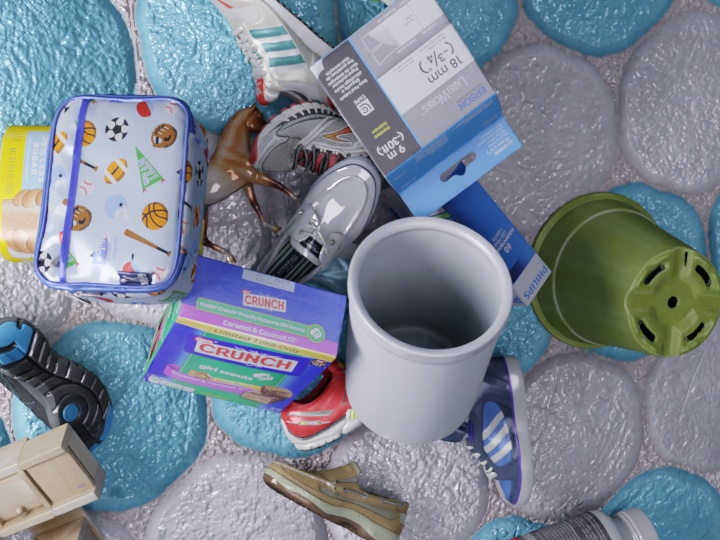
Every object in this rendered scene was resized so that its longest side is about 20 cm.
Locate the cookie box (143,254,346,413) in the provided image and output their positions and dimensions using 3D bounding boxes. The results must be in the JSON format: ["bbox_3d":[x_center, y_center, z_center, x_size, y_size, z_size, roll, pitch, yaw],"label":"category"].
[{"bbox_3d":[-0.129,0.075,1.020,0.168,0.200,0.076,16,60,-16],"label":"cookie box"}]

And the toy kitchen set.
[{"bbox_3d":[-0.364,0.307,1.000,0.197,0.181,0.165,-23,119,9],"label":"toy kitchen set"}]

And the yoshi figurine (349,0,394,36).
[{"bbox_3d":[0.040,-0.279,1.048,0.111,0.112,0.203,-22,102,-2],"label":"yoshi figurine"}]

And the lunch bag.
[{"bbox_3d":[-0.229,-0.064,0.902,0.157,0.076,0.204,3,78,6],"label":"lunch bag"}]

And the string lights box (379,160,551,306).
[{"bbox_3d":[0.119,-0.044,1.107,0.200,0.102,0.059,48,65,-18],"label":"string lights box"}]

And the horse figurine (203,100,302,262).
[{"bbox_3d":[-0.157,-0.077,1.060,0.199,0.050,0.133,-37,96,1],"label":"horse figurine"}]

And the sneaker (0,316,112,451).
[{"bbox_3d":[-0.347,0.120,1.048,0.073,0.081,0.202,-51,129,-29],"label":"sneaker"}]

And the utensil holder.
[{"bbox_3d":[0.063,0.072,1.026,0.167,0.172,0.202,-9,144,-12],"label":"utensil holder"}]

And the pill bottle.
[{"bbox_3d":[0.283,0.377,1.230,0.196,0.111,0.113,-16,104,-10],"label":"pill bottle"}]

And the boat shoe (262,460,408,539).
[{"bbox_3d":[-0.026,0.267,1.161,0.198,0.071,0.077,33,77,-25],"label":"boat shoe"}]

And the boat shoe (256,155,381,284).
[{"bbox_3d":[-0.047,-0.031,1.015,0.073,0.067,0.201,34,118,-8],"label":"boat shoe"}]

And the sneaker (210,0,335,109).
[{"bbox_3d":[-0.100,-0.235,1.036,0.199,0.070,0.094,35,86,-21],"label":"sneaker"}]

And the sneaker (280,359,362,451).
[{"bbox_3d":[-0.006,0.137,1.133,0.198,0.077,0.086,-29,96,-10],"label":"sneaker"}]

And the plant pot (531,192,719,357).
[{"bbox_3d":[0.326,0.018,1.132,0.196,0.190,0.204,-3,101,-14],"label":"plant pot"}]

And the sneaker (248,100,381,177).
[{"bbox_3d":[-0.028,-0.132,1.034,0.197,0.078,0.083,-10,59,-29],"label":"sneaker"}]

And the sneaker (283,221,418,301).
[{"bbox_3d":[0.000,0.000,1.112,0.196,0.074,0.083,14,112,-6],"label":"sneaker"}]

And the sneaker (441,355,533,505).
[{"bbox_3d":[0.133,0.205,1.183,0.143,0.081,0.204,-8,106,-4],"label":"sneaker"}]

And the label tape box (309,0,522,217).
[{"bbox_3d":[0.062,-0.168,0.980,0.143,0.063,0.201,-35,98,5],"label":"label tape box"}]

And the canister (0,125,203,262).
[{"bbox_3d":[-0.266,-0.078,0.987,0.196,0.087,0.152,0,82,0],"label":"canister"}]
